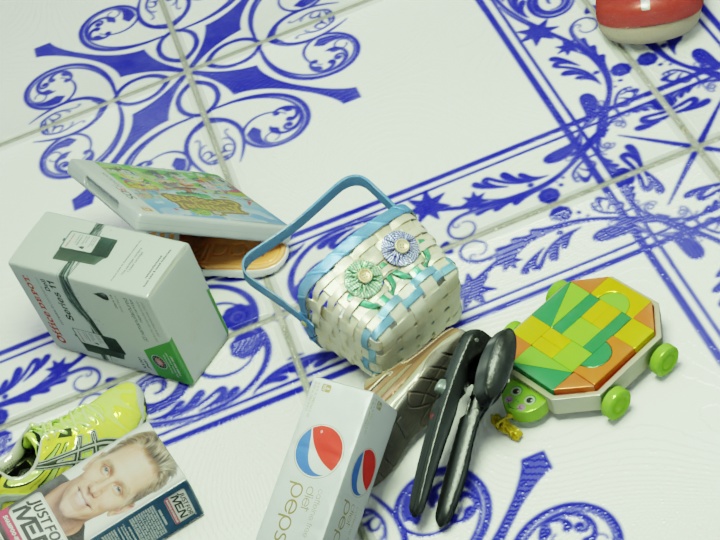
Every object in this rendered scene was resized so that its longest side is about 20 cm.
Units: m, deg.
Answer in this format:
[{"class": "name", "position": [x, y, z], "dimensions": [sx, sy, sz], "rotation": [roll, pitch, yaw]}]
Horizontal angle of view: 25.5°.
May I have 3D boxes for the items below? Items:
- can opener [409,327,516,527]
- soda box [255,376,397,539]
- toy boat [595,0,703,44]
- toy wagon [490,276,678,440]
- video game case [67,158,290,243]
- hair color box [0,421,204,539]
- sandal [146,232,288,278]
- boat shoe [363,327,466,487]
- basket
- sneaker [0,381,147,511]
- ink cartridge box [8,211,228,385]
[{"class": "can opener", "position": [0.090, 0.144, 1.506], "dimensions": [0.063, 0.079, 0.201], "rotation": [23, 71, 7]}, {"class": "soda box", "position": [-0.036, 0.205, 1.456], "dimensions": [0.068, 0.064, 0.201], "rotation": [12, 74, 28]}, {"class": "toy boat", "position": [0.341, -0.365, 1.902], "dimensions": [0.129, 0.131, 0.201], "rotation": [-6, 44, 14]}, {"class": "toy wagon", "position": [0.206, 0.087, 1.558], "dimensions": [0.200, 0.040, 0.155], "rotation": [-39, 46, -20]}, {"class": "video game case", "position": [-0.203, -0.079, 1.784], "dimensions": [0.199, 0.022, 0.182], "rotation": [5, 20, -37]}, {"class": "hair color box", "position": [-0.265, 0.243, 1.552], "dimensions": [0.199, 0.061, 0.100], "rotation": [-31, 45, -13]}, {"class": "sandal", "position": [-0.182, -0.035, 1.805], "dimensions": [0.205, 0.059, 0.080], "rotation": [-1, 45, 18]}, {"class": "boat shoe", "position": [0.033, 0.124, 1.559], "dimensions": [0.072, 0.076, 0.200], "rotation": [24, 56, 39]}, {"class": "basket", "position": [0.000, 0.000, 1.646], "dimensions": [0.176, 0.140, 0.200], "rotation": [-41, 57, -21]}, {"class": "sneaker", "position": [-0.298, 0.179, 1.618], "dimensions": [0.075, 0.077, 0.200], "rotation": [24, 57, 39]}, {"class": "ink cartridge box", "position": [-0.259, 0.029, 1.707], "dimensions": [0.199, 0.147, 0.083], "rotation": [13, 53, 31]}]
